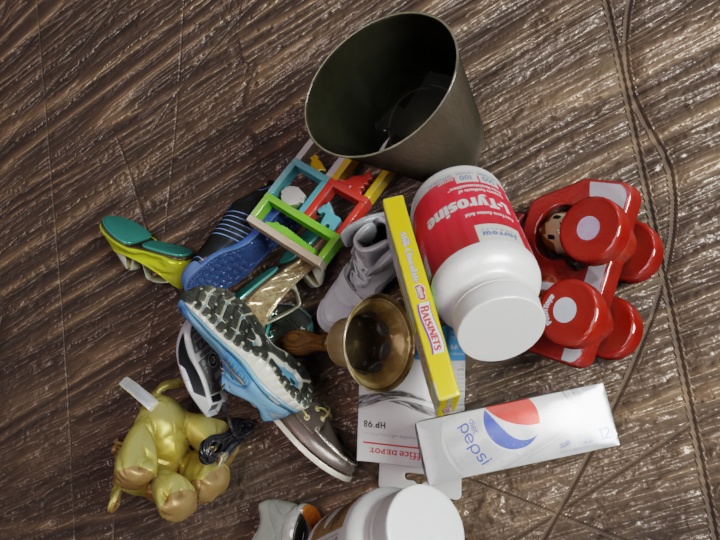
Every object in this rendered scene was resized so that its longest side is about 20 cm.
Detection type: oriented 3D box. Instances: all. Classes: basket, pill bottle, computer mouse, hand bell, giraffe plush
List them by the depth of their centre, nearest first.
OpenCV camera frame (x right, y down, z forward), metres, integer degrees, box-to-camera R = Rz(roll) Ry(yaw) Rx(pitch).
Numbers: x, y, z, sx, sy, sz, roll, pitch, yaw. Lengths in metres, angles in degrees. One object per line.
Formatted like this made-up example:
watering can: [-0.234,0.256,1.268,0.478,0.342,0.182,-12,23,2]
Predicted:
pill bottle: [0.120,-0.010,0.676,0.112,0.112,0.202,-33,37,20]
pill bottle: [0.023,0.298,0.703,0.200,0.113,0.116,-50,59,50]
basket: [0.062,-0.175,0.744,0.179,0.199,0.138,-26,73,23]
hand bell: [-0.039,0.087,0.774,0.199,0.103,0.106,-9,78,51]
computer mouse: [-0.198,0.148,0.853,0.043,0.110,0.203,-7,104,23]
giraffe plush: [-0.287,0.266,0.911,0.200,0.172,0.163,48,127,14]

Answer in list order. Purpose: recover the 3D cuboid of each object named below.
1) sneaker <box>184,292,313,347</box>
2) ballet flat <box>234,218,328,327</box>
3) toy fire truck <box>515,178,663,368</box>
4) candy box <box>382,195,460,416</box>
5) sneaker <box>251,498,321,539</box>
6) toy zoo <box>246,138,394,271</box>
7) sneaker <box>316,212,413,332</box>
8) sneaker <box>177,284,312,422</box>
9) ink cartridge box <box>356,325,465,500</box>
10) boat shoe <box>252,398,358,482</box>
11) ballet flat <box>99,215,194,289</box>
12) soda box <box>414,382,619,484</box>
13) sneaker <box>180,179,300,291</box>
sneaker: [-0.158,0.072,0.890,0.197,0.091,0.079,7,87,28]
ballet flat: [-0.089,0.010,0.858,0.200,0.066,0.070,-43,17,-20]
toy fire truck: [0.214,-0.001,0.702,0.167,0.111,0.203,15,89,47]
candy box: [0.059,0.037,0.649,0.026,0.102,0.203,-13,70,-2]
sneaker: [-0.111,0.395,0.840,0.091,0.075,0.203,5,78,36]
toy zoo: [-0.041,-0.111,0.851,0.130,0.021,0.201,31,76,25]
sneaker: [0.000,0.000,0.801,0.200,0.115,0.075,-44,65,16]
sneaker: [-0.150,0.108,0.777,0.090,0.079,0.201,-37,99,22]
ink cartridge box: [0.060,0.166,0.774,0.114,0.066,0.204,-2,82,27]
boat shoe: [-0.075,0.187,0.843,0.199,0.072,0.060,38,85,19]
ballet flat: [-0.338,-0.024,1.019,0.198,0.067,0.068,22,115,27]
soda box: [0.158,0.169,0.681,0.197,0.068,0.064,-12,76,2]
sneaker: [-0.171,-0.046,0.903,0.199,0.071,0.078,-38,53,-13]
